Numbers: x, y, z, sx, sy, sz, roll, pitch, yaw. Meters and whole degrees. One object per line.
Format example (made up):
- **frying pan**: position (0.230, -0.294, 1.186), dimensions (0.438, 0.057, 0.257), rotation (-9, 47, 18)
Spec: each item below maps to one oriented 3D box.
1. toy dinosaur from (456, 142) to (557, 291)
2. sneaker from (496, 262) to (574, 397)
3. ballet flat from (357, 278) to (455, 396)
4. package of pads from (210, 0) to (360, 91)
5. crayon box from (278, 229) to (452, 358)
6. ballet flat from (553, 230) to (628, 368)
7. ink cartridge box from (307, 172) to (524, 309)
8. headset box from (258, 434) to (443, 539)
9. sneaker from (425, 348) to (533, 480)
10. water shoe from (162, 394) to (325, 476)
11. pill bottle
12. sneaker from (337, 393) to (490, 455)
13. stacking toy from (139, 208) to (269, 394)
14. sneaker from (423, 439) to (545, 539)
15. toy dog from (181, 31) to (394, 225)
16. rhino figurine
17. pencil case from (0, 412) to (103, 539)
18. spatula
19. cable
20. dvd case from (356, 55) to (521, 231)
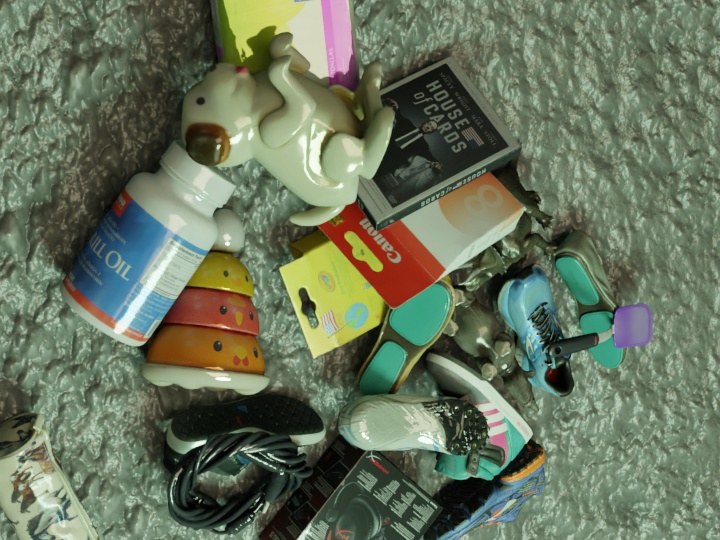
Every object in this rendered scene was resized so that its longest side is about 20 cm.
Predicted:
- **toy dinosaur**: position (0.185, -0.066, 1.471), dimensions (0.101, 0.076, 0.204), rotation (22, 78, -42)
- **sneaker**: position (0.236, 0.078, 1.534), dimensions (0.078, 0.090, 0.202), rotation (-33, 128, -14)
- **ballet flat**: position (0.056, 0.072, 1.446), dimensions (0.068, 0.063, 0.201), rotation (38, 123, 5)
- **package of pads**: position (-0.081, -0.235, 1.318), dimensions (0.152, 0.068, 0.204), rotation (-9, 107, -8)
- **crayon box**: position (0.000, 0.000, 1.442), dimensions (0.198, 0.051, 0.129), rotation (-27, 114, -18)
- **ballet flat**: position (0.312, 0.035, 1.596), dimensions (0.064, 0.067, 0.202), rotation (-53, 126, -39)
- **ink cartridge box**: position (0.063, -0.071, 1.382), dimensions (0.199, 0.162, 0.050), rotation (-31, 158, -29)
- **headset box**: position (-0.018, 0.321, 1.504), dimensions (0.148, 0.075, 0.201), rotation (41, 84, -28)
- **sneaker**: position (0.126, 0.199, 1.540), dimensions (0.200, 0.083, 0.122), rotation (44, 74, -29)
- **water shoe**: position (-0.139, 0.197, 1.431), dimensions (0.197, 0.072, 0.080), rotation (1, 131, -27)
- **pill bottle**: position (-0.220, -0.032, 1.284), dimensions (0.112, 0.112, 0.201), rotation (32, 95, -28)
- **sneaker**: position (0.065, 0.182, 1.461), dimensions (0.197, 0.072, 0.073), rotation (8, 90, -24)
- **stacking toy**: position (-0.164, 0.031, 1.347), dimensions (0.144, 0.146, 0.204), rotation (8, 84, -26)
- **sneaker**: position (0.169, 0.307, 1.592), dimensions (0.198, 0.075, 0.079), rotation (-31, 118, -13)
- **toy dog**: position (-0.086, -0.150, 1.252), dimensions (0.197, 0.141, 0.195), rotation (12, 133, -15)
- **rhino figurine**: position (0.162, 0.098, 1.505), dimensions (0.060, 0.088, 0.201), rotation (-39, 99, 8)
- **pencil case**: position (-0.342, 0.253, 1.329), dimensions (0.088, 0.078, 0.203), rotation (-19, 112, 3)
- **spatula**: position (0.304, 0.082, 1.536), dimensions (0.198, 0.020, 0.058), rotation (-12, 105, -41)
- **cable**: position (-0.137, 0.241, 1.382), dimensions (0.161, 0.051, 0.201), rotation (-23, 147, -1)
- **dvd case**: position (0.063, -0.149, 1.394), dimensions (0.198, 0.151, 0.025), rotation (-28, 157, -16)
